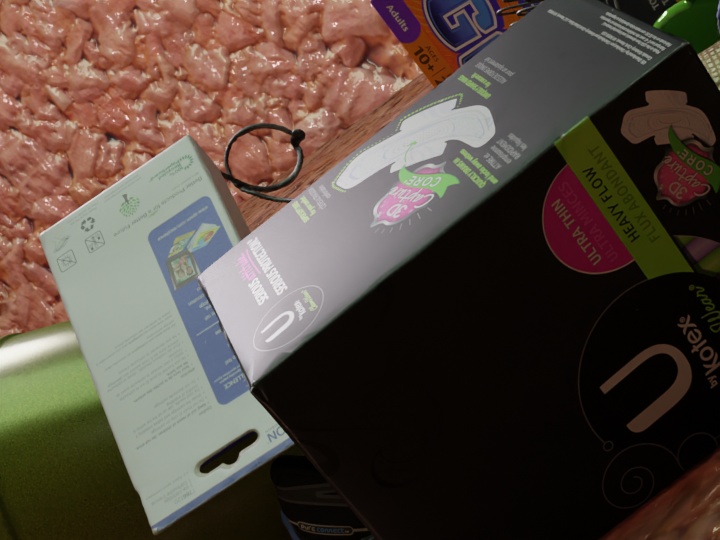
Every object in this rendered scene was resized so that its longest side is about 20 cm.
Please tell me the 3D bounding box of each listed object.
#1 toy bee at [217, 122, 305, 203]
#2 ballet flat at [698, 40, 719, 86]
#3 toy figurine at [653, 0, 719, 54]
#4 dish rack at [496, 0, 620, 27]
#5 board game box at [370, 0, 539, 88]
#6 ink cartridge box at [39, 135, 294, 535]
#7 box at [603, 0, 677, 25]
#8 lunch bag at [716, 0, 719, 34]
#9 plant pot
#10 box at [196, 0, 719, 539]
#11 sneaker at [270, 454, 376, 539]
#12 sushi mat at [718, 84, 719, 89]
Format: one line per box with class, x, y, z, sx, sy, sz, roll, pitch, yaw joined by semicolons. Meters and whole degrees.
toy bee;0.000;0.000;0.886;0.131;0.199;0.109;-63;-5;-11
ballet flat;0.132;-0.041;0.892;0.200;0.065;0.071;-57;40;29
toy figurine;0.228;-0.217;0.921;0.200;0.150;0.185;131;153;-55
dish rack;0.111;-0.145;1.001;0.054;0.201;0.153;-13;-7;-7
board game box;0.173;-0.213;1.353;0.200;0.200;0.200;-31;11;40
ink cartridge box;-0.085;0.033;0.863;0.099;0.039;0.200;-32;52;7
box;0.248;-0.180;1.041;0.200;0.123;0.106;-33;-12;28
lunch bag;0.221;-0.138;0.735;0.132;0.201;0.136;11;25;14
plant pot;-0.105;0.099;0.960;0.192;0.201;0.200;-23;11;13
box;0.063;0.013;0.697;0.200;0.149;0.124;-38;24;1
sneaker;0.043;0.060;0.828;0.199;0.083;0.071;-38;8;-2
sushi mat;0.132;-0.003;0.798;0.200;0.096;0.012;-38;-23;-4
